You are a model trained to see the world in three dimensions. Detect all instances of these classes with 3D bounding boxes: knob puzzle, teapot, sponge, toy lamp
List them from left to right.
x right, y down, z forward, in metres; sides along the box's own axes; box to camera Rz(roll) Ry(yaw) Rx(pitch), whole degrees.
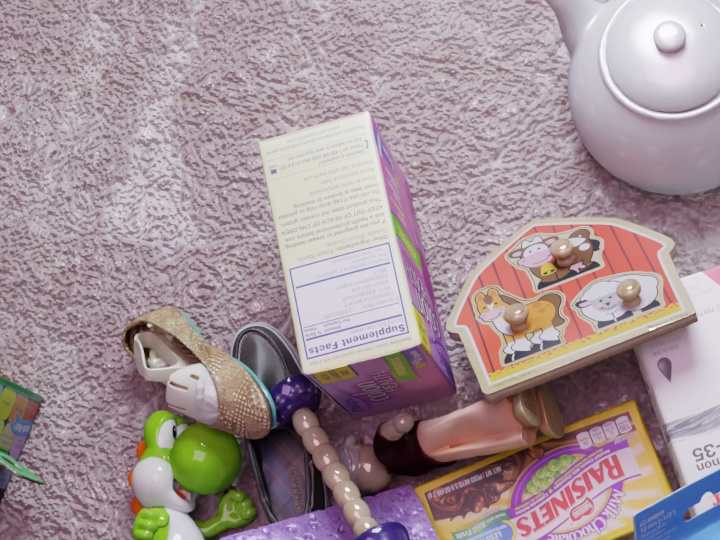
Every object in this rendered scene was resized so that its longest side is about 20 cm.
[{"bbox_3d":[-0.030,0.243,1.347,0.199,0.030,0.112,-14,50,-17],"label":"sponge"},{"bbox_3d":[-0.013,0.174,1.349,0.058,0.058,0.200,-31,57,2],"label":"toy lamp"},{"bbox_3d":[0.159,0.007,1.383,0.219,0.031,0.220,-17,34,12],"label":"knob puzzle"},{"bbox_3d":[0.264,-0.164,1.411,0.199,0.146,0.198,-15,72,7],"label":"teapot"}]

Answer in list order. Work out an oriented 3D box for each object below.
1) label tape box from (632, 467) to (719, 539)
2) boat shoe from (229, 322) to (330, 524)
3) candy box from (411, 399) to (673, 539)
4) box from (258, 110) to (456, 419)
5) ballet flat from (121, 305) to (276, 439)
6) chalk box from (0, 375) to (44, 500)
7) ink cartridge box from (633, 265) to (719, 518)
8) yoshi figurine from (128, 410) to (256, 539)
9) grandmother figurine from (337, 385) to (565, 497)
[{"bbox_3d":[0.282,0.246,1.245,0.143,0.201,0.066,-22,22,-28],"label":"label tape box"},{"bbox_3d":[-0.069,0.133,1.442,0.068,0.057,0.201,-19,71,6],"label":"boat shoe"},{"bbox_3d":[0.151,0.189,1.395,0.199,0.026,0.103,-23,73,5],"label":"candy box"},{"bbox_3d":[0.000,0.000,1.403,0.096,0.176,0.201,-14,71,8],"label":"box"},{"bbox_3d":[-0.143,0.091,1.426,0.200,0.065,0.071,32,126,52],"label":"ballet flat"},{"bbox_3d":[-0.363,0.136,1.471,0.199,0.124,0.124,17,78,15],"label":"chalk box"},{"bbox_3d":[0.308,0.100,1.356,0.146,0.083,0.201,-19,70,6],"label":"ink cartridge box"},{"bbox_3d":[-0.141,0.209,1.417,0.111,0.112,0.201,-3,70,-5],"label":"yoshi figurine"},{"bbox_3d":[0.058,0.141,1.385,0.199,0.121,0.061,-24,50,28],"label":"grandmother figurine"}]
